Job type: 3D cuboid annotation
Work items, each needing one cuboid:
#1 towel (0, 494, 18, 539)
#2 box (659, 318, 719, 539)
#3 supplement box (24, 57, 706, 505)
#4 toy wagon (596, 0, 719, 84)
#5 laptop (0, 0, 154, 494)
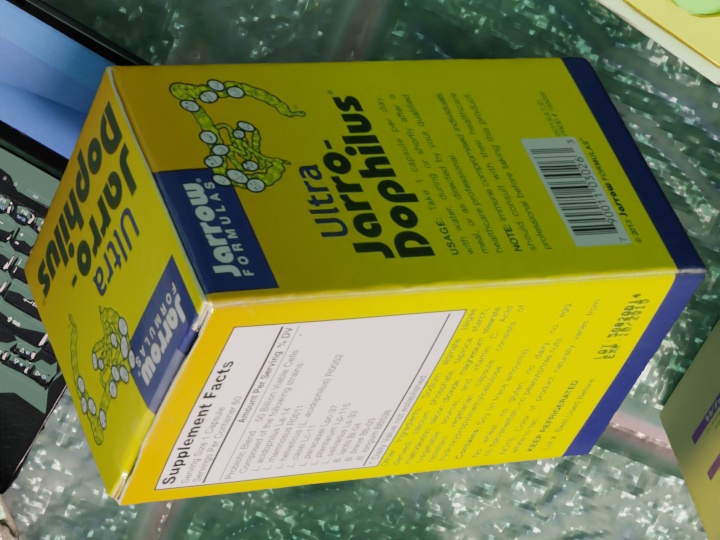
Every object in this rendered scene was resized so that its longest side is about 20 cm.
[{"bbox_3d":[-0.229,0.071,1.059,0.132,0.034,0.200,-32,101,28],"label":"towel"},{"bbox_3d":[0.204,0.031,0.986,0.097,0.200,0.176,29,101,-7],"label":"box"},{"bbox_3d":[0.000,0.000,0.967,0.200,0.110,0.109,-3,141,-30],"label":"supplement box"},{"bbox_3d":[0.164,-0.171,1.020,0.155,0.040,0.200,34,101,-8],"label":"toy wagon"},{"bbox_3d":[-0.168,-0.025,1.021,0.177,0.103,0.200,30,101,-7],"label":"laptop"}]
